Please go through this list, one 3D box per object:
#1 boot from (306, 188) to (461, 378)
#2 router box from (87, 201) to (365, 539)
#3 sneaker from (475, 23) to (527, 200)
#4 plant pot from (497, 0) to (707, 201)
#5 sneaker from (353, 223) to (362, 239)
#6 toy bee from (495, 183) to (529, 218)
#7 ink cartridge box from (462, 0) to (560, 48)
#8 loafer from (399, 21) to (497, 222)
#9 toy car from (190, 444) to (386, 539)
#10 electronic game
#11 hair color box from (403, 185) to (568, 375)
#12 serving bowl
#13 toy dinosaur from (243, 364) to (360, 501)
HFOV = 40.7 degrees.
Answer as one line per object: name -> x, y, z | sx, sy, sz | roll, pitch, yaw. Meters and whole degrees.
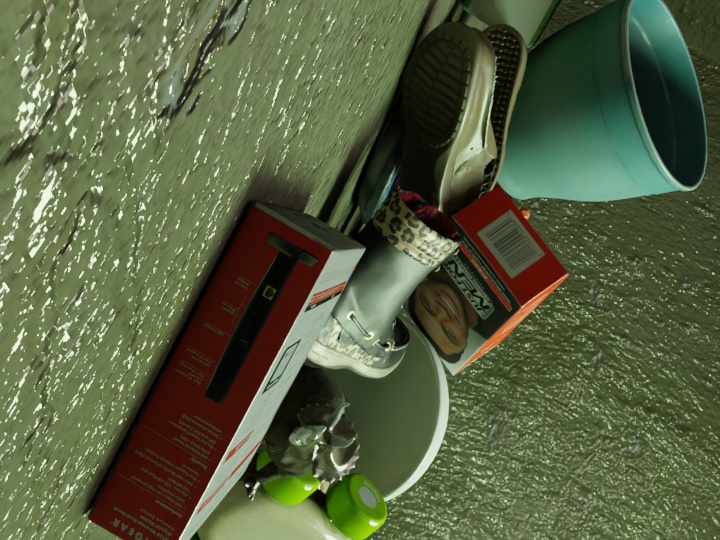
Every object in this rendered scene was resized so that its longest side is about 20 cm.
boot -> 0.025, 0.013, 0.826 | 0.151, 0.073, 0.199 | -48, 153, 14
router box -> -0.066, 0.054, 0.571 | 0.181, 0.048, 0.200 | -61, 177, 3
sneaker -> 0.112, -0.132, 0.928 | 0.076, 0.070, 0.202 | -31, 144, -77
plant pot -> 0.230, -0.161, 1.000 | 0.186, 0.201, 0.201 | -13, -149, 37
sneaker -> 0.028, -0.035, 1.150 | 0.200, 0.081, 0.075 | -48, -175, -37
toy bee -> 0.140, -0.080, 1.147 | 0.131, 0.107, 0.203 | 126, -34, -72
ink cartridge box -> 0.181, -0.316, 1.013 | 0.146, 0.083, 0.200 | -61, 177, 16
loafer -> 0.077, -0.121, 0.810 | 0.067, 0.076, 0.201 | -26, 148, -29
toy car -> -0.084, 0.187, 0.926 | 0.164, 0.157, 0.201 | -42, -149, 22
electronic game -> 0.053, -0.133, 0.935 | 0.202, 0.041, 0.200 | -62, 177, -5
hair color box -> 0.107, 0.016, 0.905 | 0.061, 0.102, 0.200 | -32, 167, -22
serving bowl -> 0.010, 0.141, 0.997 | 0.066, 0.199, 0.202 | 22, 98, -53
toy dinosaur -> -0.049, 0.116, 0.753 | 0.200, 0.101, 0.078 | -100, 172, -73
